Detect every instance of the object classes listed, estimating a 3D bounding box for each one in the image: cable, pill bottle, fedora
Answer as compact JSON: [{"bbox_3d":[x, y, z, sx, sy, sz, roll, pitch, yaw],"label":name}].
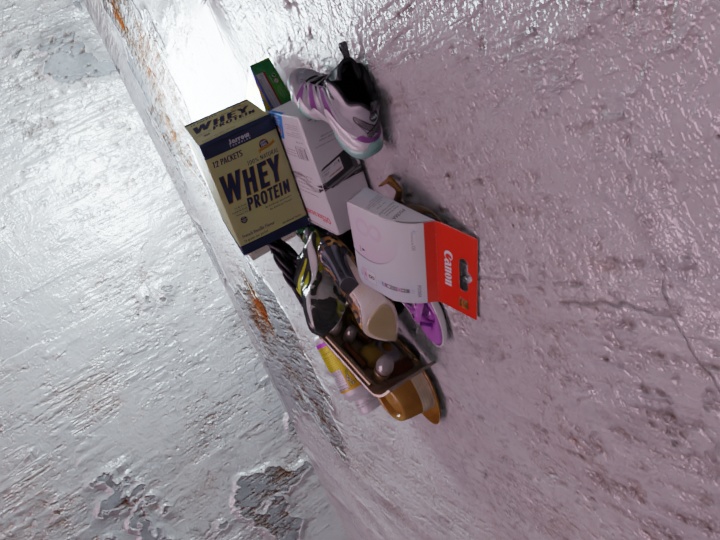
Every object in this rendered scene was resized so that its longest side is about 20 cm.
[{"bbox_3d":[-0.130,-0.010,1.360,0.203,0.050,0.164,58,178,19],"label":"cable"},{"bbox_3d":[-0.018,0.218,1.606,0.204,0.103,0.104,61,162,0],"label":"pill bottle"},{"bbox_3d":[0.076,0.227,1.391,0.202,0.080,0.203,52,159,28],"label":"fedora"}]

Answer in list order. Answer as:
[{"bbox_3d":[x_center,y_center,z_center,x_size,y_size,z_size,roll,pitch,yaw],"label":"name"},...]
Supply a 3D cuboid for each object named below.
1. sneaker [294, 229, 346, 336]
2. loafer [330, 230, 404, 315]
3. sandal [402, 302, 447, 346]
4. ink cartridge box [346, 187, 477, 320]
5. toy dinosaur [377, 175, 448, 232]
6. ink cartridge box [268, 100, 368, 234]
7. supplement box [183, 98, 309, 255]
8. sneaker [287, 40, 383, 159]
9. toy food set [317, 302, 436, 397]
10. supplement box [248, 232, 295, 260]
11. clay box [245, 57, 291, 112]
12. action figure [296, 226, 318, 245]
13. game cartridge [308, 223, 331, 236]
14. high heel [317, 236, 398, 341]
[{"bbox_3d":[-0.075,0.032,1.239,0.085,0.073,0.204,-44,36,42],"label":"sneaker"},{"bbox_3d":[0.000,0.000,1.259,0.070,0.072,0.204,-28,90,50],"label":"loafer"},{"bbox_3d":[0.083,0.035,1.145,0.082,0.049,0.207,18,131,65],"label":"sandal"},{"bbox_3d":[0.073,-0.013,1.019,0.198,0.057,0.165,33,148,34],"label":"ink cartridge box"},{"bbox_3d":[0.061,-0.086,1.057,0.107,0.060,0.199,51,151,-5],"label":"toy dinosaur"},{"bbox_3d":[-0.063,-0.179,1.183,0.144,0.083,0.204,31,144,59],"label":"ink cartridge box"},{"bbox_3d":[-0.206,-0.173,1.277,0.200,0.132,0.204,44,156,60],"label":"supplement box"},{"bbox_3d":[-0.035,-0.268,1.008,0.199,0.077,0.142,42,154,25],"label":"sneaker"},{"bbox_3d":[0.025,0.121,1.258,0.200,0.142,0.061,45,129,21],"label":"toy food set"},{"bbox_3d":[-0.235,-0.143,1.645,0.073,0.124,0.203,42,153,42],"label":"supplement box"},{"bbox_3d":[-0.176,-0.303,1.373,0.117,0.047,0.200,60,161,7],"label":"clay box"},{"bbox_3d":[-0.074,-0.025,1.397,0.201,0.054,0.120,51,162,41],"label":"action figure"},{"bbox_3d":[-0.059,-0.034,1.469,0.132,0.038,0.199,64,163,-20],"label":"game cartridge"},{"bbox_3d":[-0.001,0.029,1.211,0.201,0.071,0.144,52,-175,-41],"label":"high heel"}]
